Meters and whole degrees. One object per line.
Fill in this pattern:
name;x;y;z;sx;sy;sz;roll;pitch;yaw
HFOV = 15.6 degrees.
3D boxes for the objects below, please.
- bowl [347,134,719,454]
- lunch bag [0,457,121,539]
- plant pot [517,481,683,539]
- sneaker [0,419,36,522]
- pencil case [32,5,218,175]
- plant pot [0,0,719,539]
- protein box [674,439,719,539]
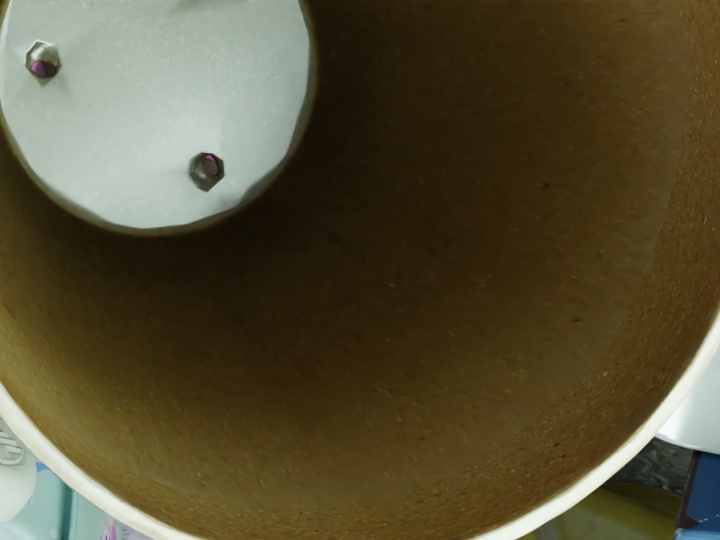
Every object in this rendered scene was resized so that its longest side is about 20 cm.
bowl;0.103;-0.006;0.730;0.199;0.075;0.199;26;167;-34
lunch bag;-0.147;0.127;0.981;0.121;0.201;0.171;-5;157;-6
plant pot;0.064;0.161;1.017;0.200;0.202;0.189;-2;153;36
sneaker;-0.214;0.049;0.892;0.199;0.112;0.077;35;-166;-3
pencil case;-0.122;-0.048;0.800;0.199;0.091;0.093;-20;163;34
plant pot;-0.029;-0.041;0.616;0.185;0.187;0.200;25;178;-19
protein box;0.205;0.155;0.857;0.197;0.135;0.202;2;109;13
